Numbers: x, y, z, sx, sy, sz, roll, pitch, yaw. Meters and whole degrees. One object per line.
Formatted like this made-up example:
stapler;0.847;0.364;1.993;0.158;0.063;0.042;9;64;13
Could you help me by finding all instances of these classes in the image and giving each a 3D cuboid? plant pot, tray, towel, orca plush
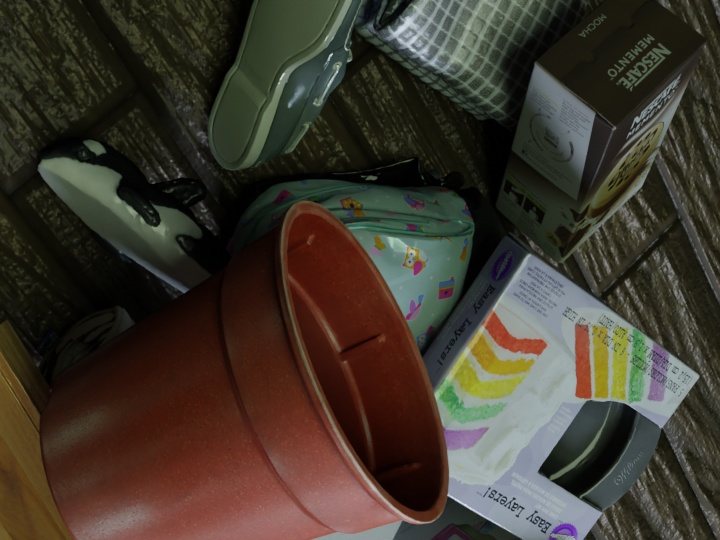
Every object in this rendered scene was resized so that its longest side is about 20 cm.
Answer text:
plant pot;-0.076;0.090;0.771;0.193;0.202;0.202;-25;123;18
tray;-0.226;0.146;0.839;0.098;0.037;0.202;-28;100;12
towel;0.103;-0.232;0.962;0.164;0.085;0.202;27;90;-35
orca plush;-0.121;-0.036;0.861;0.071;0.198;0.106;-54;169;-24

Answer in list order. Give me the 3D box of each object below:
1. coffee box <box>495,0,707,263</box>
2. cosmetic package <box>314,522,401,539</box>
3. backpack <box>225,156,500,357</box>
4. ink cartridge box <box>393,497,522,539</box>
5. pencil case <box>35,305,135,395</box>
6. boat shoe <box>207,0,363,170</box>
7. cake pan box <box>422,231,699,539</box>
coffee box;0.182;-0.110;0.982;0.113;0.080;0.201;-41;161;-21
cosmetic package;-0.048;0.223;1.007;0.106;0.090;0.202;26;94;-32
backpack;0.000;0.000;0.945;0.197;0.126;0.170;6;105;-30
ink cartridge box;0.096;0.283;1.044;0.084;0.199;0.147;-25;117;-22
pencil case;-0.155;0.121;0.914;0.089;0.078;0.201;-33;121;0
boat shoe;-0.040;-0.154;0.876;0.061;0.073;0.201;-7;140;-47
cake pan box;0.134;0.102;0.947;0.199;0.052;0.185;34;97;-25
